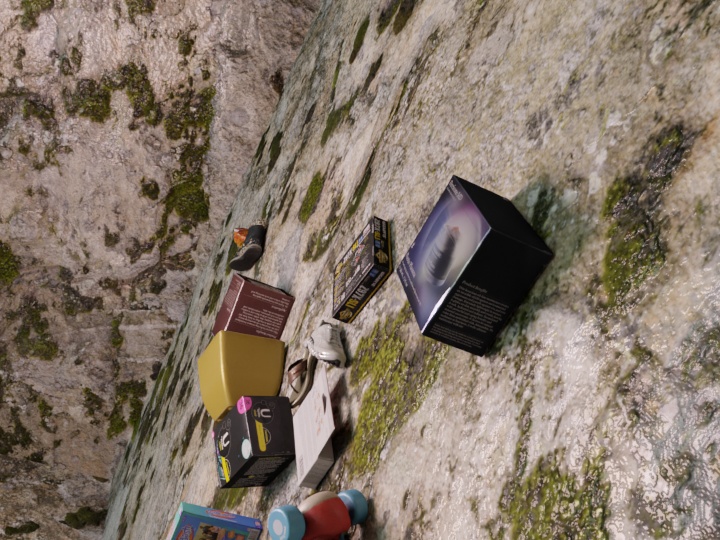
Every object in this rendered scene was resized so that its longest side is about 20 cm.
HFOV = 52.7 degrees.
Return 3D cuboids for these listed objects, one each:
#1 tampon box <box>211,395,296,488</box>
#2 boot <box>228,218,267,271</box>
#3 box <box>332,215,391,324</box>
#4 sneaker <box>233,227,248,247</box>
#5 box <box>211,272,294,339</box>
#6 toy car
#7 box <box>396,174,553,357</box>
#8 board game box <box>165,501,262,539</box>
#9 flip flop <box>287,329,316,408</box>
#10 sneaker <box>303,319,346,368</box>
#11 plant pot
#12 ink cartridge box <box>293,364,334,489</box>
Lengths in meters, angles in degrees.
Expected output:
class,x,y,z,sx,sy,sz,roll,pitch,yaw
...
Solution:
class,x,y,z,sx,sy,sz,roll,pitch,yaw
tampon box,-0.253,0.409,1.727,0.200,0.126,0.150,-50,45,40
boot,-0.418,-0.095,2.734,0.203,0.073,0.154,-35,37,46
box,0.000,0.000,1.643,0.200,0.049,0.160,-53,24,38
sneaker,-0.465,-0.129,2.913,0.200,0.073,0.077,-157,65,-73
box,-0.320,0.133,2.144,0.200,0.166,0.164,-68,22,0
toy car,-0.050,0.493,1.207,0.200,0.184,0.177,46,117,36
box,0.167,-0.012,1.139,0.199,0.123,0.200,-59,23,21
board game box,-0.352,0.640,1.705,0.152,0.200,0.045,-66,21,6
flip flop,-0.146,0.237,1.769,0.081,0.057,0.201,-12,60,66
sneaker,-0.074,0.164,1.651,0.081,0.075,0.200,-60,21,0
plant pot,-0.327,0.309,1.983,0.196,0.194,0.200,-47,39,45
ink cartridge box,-0.086,0.331,1.552,0.176,0.045,0.200,-59,23,26
